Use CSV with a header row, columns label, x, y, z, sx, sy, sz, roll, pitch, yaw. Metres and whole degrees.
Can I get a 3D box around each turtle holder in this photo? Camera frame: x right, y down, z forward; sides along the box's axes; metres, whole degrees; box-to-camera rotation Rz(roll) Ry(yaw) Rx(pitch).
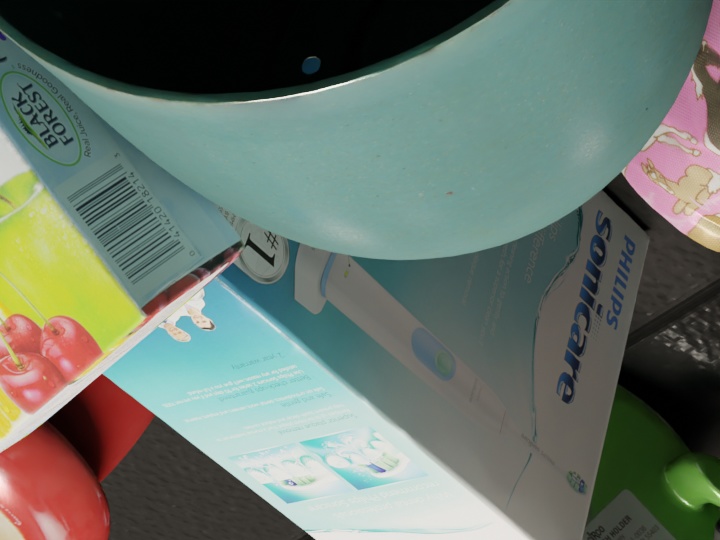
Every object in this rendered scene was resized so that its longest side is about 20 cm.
label,x,y,z,sx,sy,sz,roll,pitch,yaw
turtle holder,0.049,0.107,0.992,0.185,0.141,0.132,20,148,-8

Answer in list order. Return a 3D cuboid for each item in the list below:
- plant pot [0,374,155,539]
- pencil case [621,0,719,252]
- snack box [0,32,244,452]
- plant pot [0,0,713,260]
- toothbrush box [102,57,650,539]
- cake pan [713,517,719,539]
label,x,y,z,sx,sy,sz,roll,pitch,yaw
plant pot,-0.161,0.012,0.910,0.200,0.183,0.201,13,147,9
pencil case,0.138,-0.088,0.708,0.083,0.087,0.200,-19,158,-27
snack box,-0.144,-0.045,0.741,0.200,0.053,0.142,53,135,0
plant pot,0.007,-0.096,0.673,0.200,0.201,0.161,2,156,21
toothbrush box,0.000,0.000,0.851,0.085,0.147,0.200,-16,136,41
cake pan,0.207,0.093,0.840,0.199,0.037,0.200,-8,-178,0
